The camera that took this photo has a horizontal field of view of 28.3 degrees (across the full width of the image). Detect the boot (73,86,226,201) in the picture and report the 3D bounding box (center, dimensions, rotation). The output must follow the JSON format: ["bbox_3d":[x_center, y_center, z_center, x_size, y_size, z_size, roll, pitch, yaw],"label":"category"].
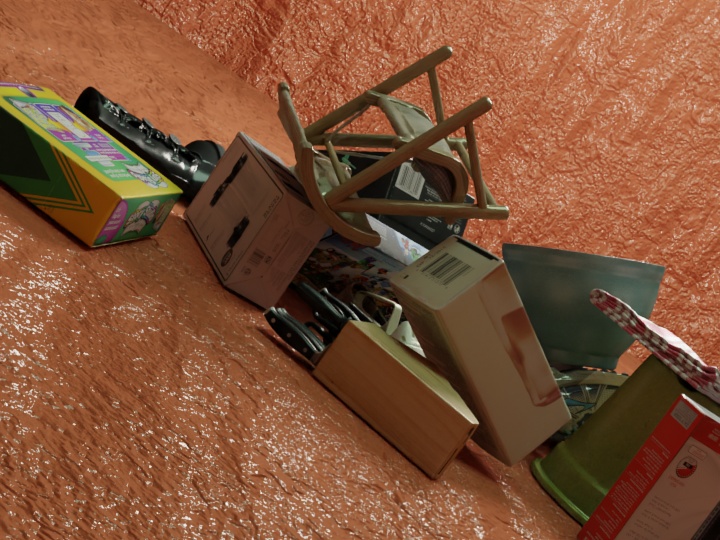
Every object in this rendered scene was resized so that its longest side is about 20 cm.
[{"bbox_3d":[-0.247,-0.148,1.658,0.199,0.066,0.165,26,10,-30],"label":"boot"}]

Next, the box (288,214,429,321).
[{"bbox_3d":[0.000,0.000,1.588,0.199,0.136,0.038,28,51,-40],"label":"box"}]

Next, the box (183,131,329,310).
[{"bbox_3d":[-0.111,-0.055,1.482,0.060,0.117,0.200,30,9,-29],"label":"box"}]

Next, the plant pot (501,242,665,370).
[{"bbox_3d":[0.261,0.047,1.731,0.198,0.136,0.200,9,0,0],"label":"plant pot"}]

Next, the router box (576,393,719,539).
[{"bbox_3d":[0.344,0.245,1.430,0.199,0.180,0.049,30,9,-28],"label":"router box"}]

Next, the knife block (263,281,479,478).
[{"bbox_3d":[0.001,0.090,1.314,0.175,0.064,0.200,32,10,-24],"label":"knife block"}]

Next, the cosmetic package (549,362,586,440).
[{"bbox_3d":[0.279,0.178,1.805,0.200,0.087,0.103,44,0,44],"label":"cosmetic package"}]

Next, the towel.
[{"bbox_3d":[0.350,0.091,1.550,0.146,0.030,0.200,29,10,-42],"label":"towel"}]

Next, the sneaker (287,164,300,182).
[{"bbox_3d":[-0.069,-0.062,1.643,0.200,0.076,0.112,165,-91,-73],"label":"sneaker"}]

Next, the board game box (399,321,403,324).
[{"bbox_3d":[0.112,0.119,1.728,0.199,0.032,0.120,27,16,-48],"label":"board game box"}]

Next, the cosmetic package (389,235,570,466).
[{"bbox_3d":[0.120,0.079,1.411,0.103,0.087,0.201,32,-27,57],"label":"cosmetic package"}]

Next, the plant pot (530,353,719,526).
[{"bbox_3d":[0.319,0.200,1.559,0.200,0.185,0.200,34,8,-5],"label":"plant pot"}]

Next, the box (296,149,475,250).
[{"bbox_3d":[0.014,-0.068,1.805,0.148,0.125,0.199,28,-14,-39],"label":"box"}]

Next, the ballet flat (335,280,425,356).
[{"bbox_3d":[0.028,0.072,1.505,0.068,0.067,0.200,28,11,-45],"label":"ballet flat"}]

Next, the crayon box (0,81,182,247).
[{"bbox_3d":[-0.266,-0.097,1.292,0.172,0.058,0.200,38,9,4],"label":"crayon box"}]

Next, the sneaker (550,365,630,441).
[{"bbox_3d":[0.246,0.159,1.687,0.198,0.087,0.078,4,-7,-12],"label":"sneaker"}]

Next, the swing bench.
[{"bbox_3d":[0.026,-0.124,1.456,0.199,0.198,0.131,-109,-174,-63],"label":"swing bench"}]
